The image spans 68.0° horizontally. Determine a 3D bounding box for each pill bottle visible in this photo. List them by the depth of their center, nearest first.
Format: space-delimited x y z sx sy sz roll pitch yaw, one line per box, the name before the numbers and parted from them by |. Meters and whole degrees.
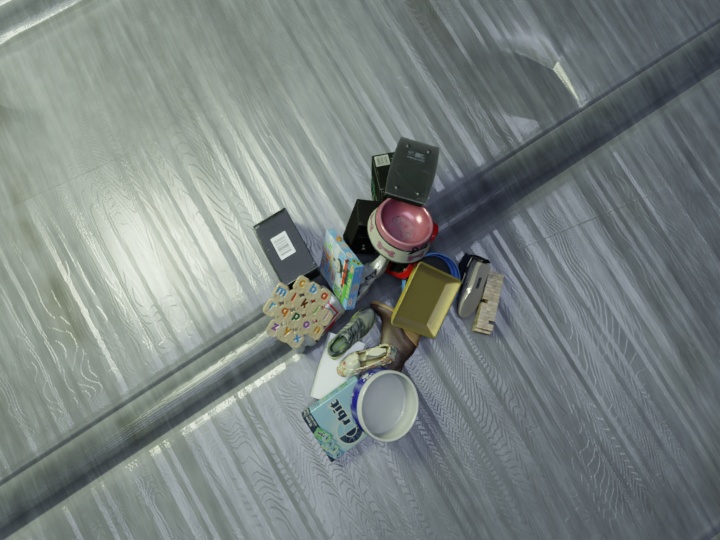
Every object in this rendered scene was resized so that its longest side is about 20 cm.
pill bottle | -0.147 0.154 1.638 0.112 0.112 0.200 43 82 3

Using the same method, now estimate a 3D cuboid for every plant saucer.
plant saucer | 0.190 0.086 1.609 0.197 0.048 0.204 22 97 -36

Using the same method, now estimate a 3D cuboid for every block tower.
block tower | 0.409 0.099 1.706 0.056 0.054 0.205 13 82 -2

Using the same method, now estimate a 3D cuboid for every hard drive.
hard drive | 0.148 -0.279 1.528 0.132 0.043 0.204 15 64 2
hard drive | -0.067 0.310 1.665 0.129 0.026 0.205 16 81 -1

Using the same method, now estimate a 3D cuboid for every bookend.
bookend | 0.060 -0.116 1.654 0.193 0.201 0.094 4 60 -15

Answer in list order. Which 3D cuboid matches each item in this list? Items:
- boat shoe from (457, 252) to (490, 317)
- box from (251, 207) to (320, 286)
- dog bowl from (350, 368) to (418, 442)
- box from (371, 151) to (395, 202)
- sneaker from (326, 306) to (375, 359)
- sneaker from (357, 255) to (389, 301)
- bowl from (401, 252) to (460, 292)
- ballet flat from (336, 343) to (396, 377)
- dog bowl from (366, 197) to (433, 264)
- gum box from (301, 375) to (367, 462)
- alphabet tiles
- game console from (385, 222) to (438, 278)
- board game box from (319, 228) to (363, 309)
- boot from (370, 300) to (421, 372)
boat shoe | 0.343 0.043 1.709 0.073 0.093 0.204 12 106 -34
box | -0.220 -0.055 1.620 0.121 0.198 0.203 -29 84 -3
dog bowl | 0.071 0.395 1.581 0.195 0.078 0.206 1 88 -26
box | 0.112 -0.259 1.656 0.145 0.201 0.127 -10 66 -4
sneaker | -0.026 0.193 1.623 0.074 0.081 0.201 41 86 5
sneaker | 0.000 0.000 1.656 0.115 0.075 0.201 43 117 9
bowl | 0.218 0.042 1.670 0.195 0.039 0.206 -6 106 -19
ballet flat | 0.013 0.264 1.616 0.196 0.064 0.077 -20 57 3
dog bowl | 0.120 -0.124 1.516 0.195 0.074 0.205 7 60 -12
gum box | -0.052 0.447 1.615 0.198 0.045 0.172 -34 102 -8
alphabet tiles | -0.178 0.120 1.542 0.198 0.015 0.198 30 95 -26
game console | 0.146 -0.073 1.666 0.031 0.176 0.202 38 80 -27
board game box | -0.060 -0.006 1.603 0.036 0.154 0.201 -7 38 -27
boot | 0.083 0.208 1.663 0.198 0.072 0.168 33 81 0
